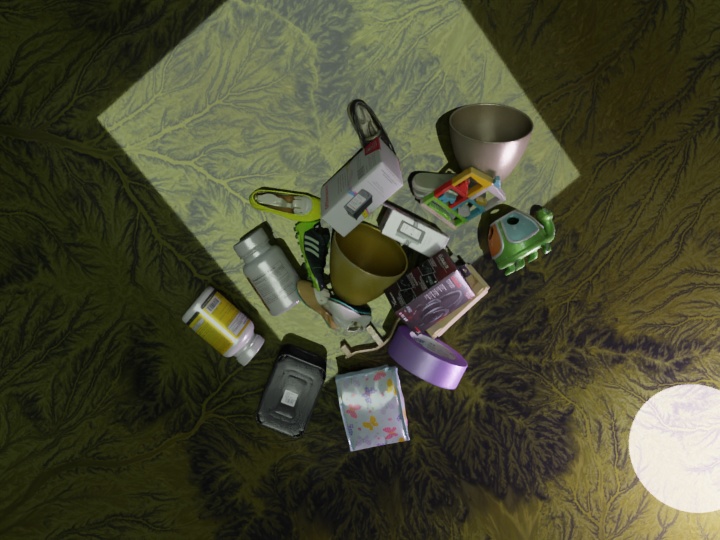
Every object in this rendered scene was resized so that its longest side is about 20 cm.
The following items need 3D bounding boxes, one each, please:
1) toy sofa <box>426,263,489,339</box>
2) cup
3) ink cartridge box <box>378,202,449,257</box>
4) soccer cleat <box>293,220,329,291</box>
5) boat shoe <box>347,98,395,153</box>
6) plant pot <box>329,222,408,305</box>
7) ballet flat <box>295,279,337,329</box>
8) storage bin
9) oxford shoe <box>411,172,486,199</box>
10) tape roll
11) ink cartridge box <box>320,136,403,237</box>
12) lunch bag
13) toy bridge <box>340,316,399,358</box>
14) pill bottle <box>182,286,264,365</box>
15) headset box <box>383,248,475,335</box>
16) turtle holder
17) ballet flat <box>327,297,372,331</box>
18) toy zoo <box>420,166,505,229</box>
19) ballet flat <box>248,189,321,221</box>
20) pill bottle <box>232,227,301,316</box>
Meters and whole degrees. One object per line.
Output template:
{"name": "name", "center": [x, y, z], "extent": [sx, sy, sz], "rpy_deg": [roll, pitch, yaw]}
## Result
{"name": "toy sofa", "center": [0.234, 0.080, 1.745], "extent": [0.200, 0.097, 0.083], "rpy_deg": [-43, 75, 7]}
{"name": "cup", "center": [0.306, -0.291, 1.622], "extent": [0.195, 0.202, 0.145], "rpy_deg": [-2, 128, -2]}
{"name": "ink cartridge box", "center": [0.112, -0.103, 1.676], "extent": [0.197, 0.116, 0.069], "rpy_deg": [26, 98, -6]}
{"name": "soccer cleat", "center": [-0.108, -0.043, 1.660], "extent": [0.079, 0.068, 0.203], "rpy_deg": [-14, 59, -6]}
{"name": "boat shoe", "center": [0.029, -0.324, 1.654], "extent": [0.073, 0.065, 0.202], "rpy_deg": [-33, 102, 3]}
{"name": "plant pot", "center": [0.000, 0.000, 1.670], "extent": [0.197, 0.201, 0.143], "rpy_deg": [24, 124, -7]}
{"name": "ballet flat", "center": [-0.090, 0.077, 1.693], "extent": [0.062, 0.070, 0.200], "rpy_deg": [-17, 142, 20]}
{"name": "storage bin", "center": [-0.179, 0.312, 1.762], "extent": [0.133, 0.094, 0.203], "rpy_deg": [21, 99, -6]}
{"name": "oxford shoe", "center": [0.218, -0.201, 1.694], "extent": [0.195, 0.076, 0.058], "rpy_deg": [6, 146, -11]}
{"name": "tape roll", "center": [0.168, 0.216, 1.700], "extent": [0.197, 0.200, 0.067], "rpy_deg": [27, 100, -7]}
{"name": "ink cartridge box", "center": [0.001, -0.200, 1.609], "extent": [0.085, 0.149, 0.199], "rpy_deg": [38, 116, -26]}
{"name": "lunch bag", "center": [0.032, 0.345, 1.762], "extent": [0.166, 0.128, 0.204], "rpy_deg": [-13, 111, 3]}
{"name": "toy bridge", "center": [0.038, 0.170, 1.774], "extent": [0.199, 0.027, 0.068], "rpy_deg": [-38, 101, 6]}
{"name": "pill bottle", "center": [-0.344, 0.144, 1.711], "extent": [0.200, 0.113, 0.113], "rpy_deg": [42, 97, -9]}
{"name": "headset box", "center": [0.176, 0.050, 1.630], "extent": [0.198, 0.078, 0.149], "rpy_deg": [-34, 143, 8]}
{"name": "turtle holder", "center": [0.403, -0.086, 1.680], "extent": [0.184, 0.141, 0.133], "rpy_deg": [-31, 84, 13]}
{"name": "ballet flat", "center": [-0.029, 0.118, 1.683], "extent": [0.068, 0.199, 0.071], "rpy_deg": [-6, 75, 25]}
{"name": "toy zoo", "center": [0.258, -0.179, 1.634], "extent": [0.130, 0.021, 0.199], "rpy_deg": [29, 139, -30]}
{"name": "ballet flat", "center": [-0.180, -0.164, 1.674], "extent": [0.195, 0.067, 0.068], "rpy_deg": [9, 82, -3]}
{"name": "pill bottle", "center": [-0.228, 0.001, 1.686], "extent": [0.113, 0.114, 0.202], "rpy_deg": [-31, 101, 4]}
